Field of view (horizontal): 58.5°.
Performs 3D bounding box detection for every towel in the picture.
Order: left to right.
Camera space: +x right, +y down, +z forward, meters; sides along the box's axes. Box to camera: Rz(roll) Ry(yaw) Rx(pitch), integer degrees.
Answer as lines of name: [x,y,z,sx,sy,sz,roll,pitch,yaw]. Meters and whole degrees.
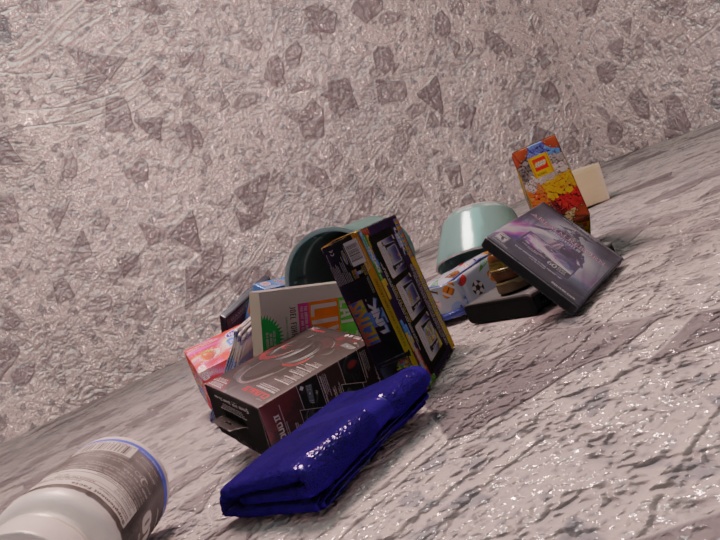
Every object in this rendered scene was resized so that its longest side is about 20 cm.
towel: [-0.186,0.146,1.062,0.147,0.024,0.201,-46,-21,-60]
towel: [-0.027,0.169,0.622,0.147,0.050,0.200,-30,-1,41]

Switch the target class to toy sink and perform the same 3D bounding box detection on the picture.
toy sink: [0.563,-0.209,1.791,0.199,0.113,0.130,-19,3,-1]

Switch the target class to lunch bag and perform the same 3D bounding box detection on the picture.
lunch bag: [0.177,0.028,1.121,0.199,0.076,0.160,-25,-1,-29]

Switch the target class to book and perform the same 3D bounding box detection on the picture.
book: [-0.068,0.086,0.947,0.199,0.135,0.048,-8,6,-40]

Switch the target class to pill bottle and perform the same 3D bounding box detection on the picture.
pill bottle: [-0.252,0.232,0.571,0.113,0.114,0.200,-24,4,1]

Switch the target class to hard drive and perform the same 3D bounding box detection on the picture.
hard drive: [0.269,0.019,0.961,0.199,0.033,0.139,-26,4,-33]

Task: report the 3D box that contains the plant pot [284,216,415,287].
plant pot: [0.000,0.000,1.118,0.199,0.201,0.196,-22,8,26]

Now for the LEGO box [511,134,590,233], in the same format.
LEGO box: [0.330,-0.116,1.101,0.077,0.150,0.200,-22,-18,14]

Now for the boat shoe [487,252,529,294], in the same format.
boat shoe: [0.264,-0.034,0.941,0.199,0.068,0.072,-25,2,-37]

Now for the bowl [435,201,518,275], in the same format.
bowl: [0.237,-0.065,1.261,0.199,0.106,0.201,-8,-18,-2]

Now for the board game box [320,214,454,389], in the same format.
board game box: [0.041,0.039,0.812,0.056,0.201,0.165,-24,2,20]

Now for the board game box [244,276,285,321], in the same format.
board game box: [-0.188,0.115,1.323,0.036,0.201,0.151,21,15,21]

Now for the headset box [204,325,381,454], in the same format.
headset box: [-0.087,0.150,0.804,0.199,0.076,0.148,-26,18,-33]

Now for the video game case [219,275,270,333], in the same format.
video game case: [-0.230,0.127,1.331,0.019,0.201,0.143,21,43,22]

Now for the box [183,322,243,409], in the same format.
box: [-0.210,0.166,1.202,0.199,0.103,0.095,-26,31,-22]

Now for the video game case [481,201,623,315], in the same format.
video game case: [0.264,-0.024,0.865,0.200,0.143,0.019,-28,-28,-48]
